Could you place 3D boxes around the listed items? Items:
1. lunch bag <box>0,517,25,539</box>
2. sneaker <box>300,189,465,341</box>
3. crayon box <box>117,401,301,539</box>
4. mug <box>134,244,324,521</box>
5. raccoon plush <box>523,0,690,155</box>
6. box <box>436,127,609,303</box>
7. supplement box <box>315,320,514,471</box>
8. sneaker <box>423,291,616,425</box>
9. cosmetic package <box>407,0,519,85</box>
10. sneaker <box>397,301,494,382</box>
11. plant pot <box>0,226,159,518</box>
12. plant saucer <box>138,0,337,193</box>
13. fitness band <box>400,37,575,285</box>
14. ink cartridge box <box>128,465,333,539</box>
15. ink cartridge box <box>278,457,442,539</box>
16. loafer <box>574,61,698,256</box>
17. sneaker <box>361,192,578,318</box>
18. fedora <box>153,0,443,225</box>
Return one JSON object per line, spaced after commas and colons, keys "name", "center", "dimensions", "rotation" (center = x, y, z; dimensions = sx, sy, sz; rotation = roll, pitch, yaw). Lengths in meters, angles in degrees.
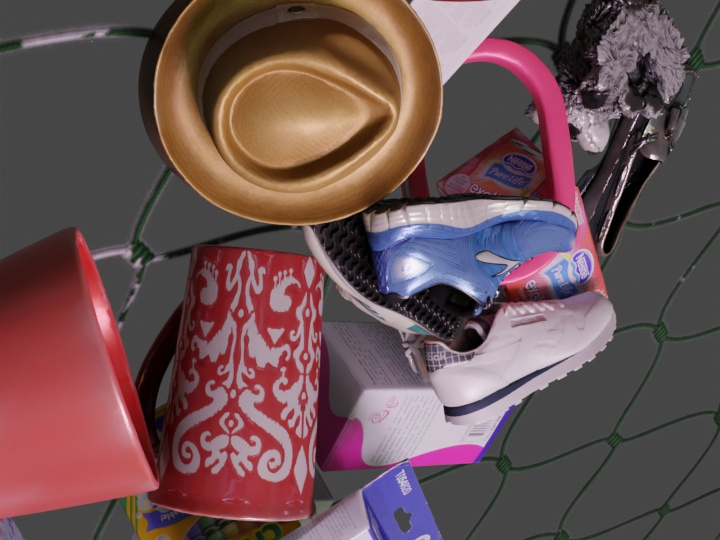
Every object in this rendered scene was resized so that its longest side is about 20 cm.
{"name": "lunch bag", "center": [-0.372, 0.271, 1.003], "dimensions": [0.198, 0.128, 0.171], "rotation": [-21, 135, -9]}
{"name": "sneaker", "center": [0.000, 0.000, 0.971], "dimensions": [0.199, 0.093, 0.071], "rotation": [34, 66, -44]}
{"name": "crayon box", "center": [-0.128, 0.208, 1.060], "dimensions": [0.125, 0.201, 0.052], "rotation": [-30, 161, -9]}
{"name": "mug", "center": [-0.112, 0.083, 0.980], "dimensions": [0.133, 0.175, 0.203], "rotation": [19, 78, -80]}
{"name": "raccoon plush", "center": [0.207, -0.202, 1.053], "dimensions": [0.096, 0.134, 0.203], "rotation": [9, 90, -23]}
{"name": "box", "center": [0.155, -0.018, 1.141], "dimensions": [0.095, 0.100, 0.201], "rotation": [-33, 139, -5]}
{"name": "supplement box", "center": [0.039, 0.119, 1.180], "dimensions": [0.198, 0.104, 0.102], "rotation": [4, 126, -40]}
{"name": "sneaker", "center": [0.143, 0.057, 1.073], "dimensions": [0.199, 0.076, 0.081], "rotation": [-29, 99, -30]}
{"name": "cosmetic package", "center": [0.048, -0.191, 0.941], "dimensions": [0.200, 0.051, 0.082], "rotation": [-47, 135, 10]}
{"name": "sneaker", "center": [0.058, 0.043, 1.090], "dimensions": [0.199, 0.075, 0.093], "rotation": [37, 60, -25]}
{"name": "plant pot", "center": [-0.256, 0.089, 0.886], "dimensions": [0.175, 0.201, 0.202], "rotation": [-17, 137, -8]}
{"name": "plant saucer", "center": [-0.059, -0.122, 0.888], "dimensions": [0.197, 0.035, 0.202], "rotation": [-6, 125, -8]}
{"name": "fitness band", "center": [0.103, -0.088, 1.012], "dimensions": [0.142, 0.037, 0.203], "rotation": [-8, 96, -9]}
{"name": "ink cartridge box", "center": [-0.138, 0.264, 1.197], "dimensions": [0.144, 0.084, 0.201], "rotation": [9, 121, -41]}
{"name": "ink cartridge box", "center": [-0.018, 0.259, 1.018], "dimensions": [0.199, 0.041, 0.200], "rotation": [-32, 146, -7]}
{"name": "loafer", "center": [0.266, -0.104, 1.171], "dimensions": [0.071, 0.063, 0.201], "rotation": [8, 122, -40]}
{"name": "sneaker", "center": [0.085, -0.013, 0.937], "dimensions": [0.198, 0.078, 0.090], "rotation": [-6, 99, -34]}
{"name": "fedora", "center": [-0.038, -0.108, 0.816], "dimensions": [0.198, 0.082, 0.203], "rotation": [-3, 113, -6]}
